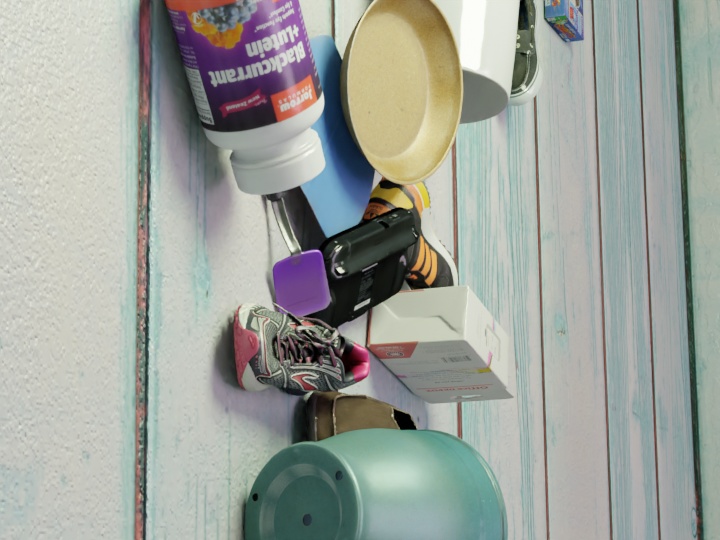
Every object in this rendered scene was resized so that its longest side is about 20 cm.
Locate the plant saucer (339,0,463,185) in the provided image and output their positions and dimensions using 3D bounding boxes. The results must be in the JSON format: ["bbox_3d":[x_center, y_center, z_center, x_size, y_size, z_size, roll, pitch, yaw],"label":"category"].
[{"bbox_3d":[0.036,-0.189,1.619,0.199,0.035,0.202,-5,97,-51],"label":"plant saucer"}]

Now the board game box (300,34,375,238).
[{"bbox_3d":[-0.046,-0.130,1.569,0.201,0.039,0.159,63,37,-39],"label":"board game box"}]

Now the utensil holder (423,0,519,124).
[{"bbox_3d":[0.100,-0.289,1.790,0.170,0.168,0.202,39,53,-61],"label":"utensil holder"}]

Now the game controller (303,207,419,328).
[{"bbox_3d":[0.000,0.000,1.611,0.200,0.042,0.105,-25,140,-58],"label":"game controller"}]

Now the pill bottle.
[{"bbox_3d":[-0.094,-0.173,1.356,0.112,0.110,0.202,-57,137,-56],"label":"pill bottle"}]

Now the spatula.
[{"bbox_3d":[-0.074,-0.052,1.490,0.056,0.021,0.202,-19,100,-23],"label":"spatula"}]

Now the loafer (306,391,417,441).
[{"bbox_3d":[0.004,0.154,1.589,0.200,0.070,0.074,5,81,-68],"label":"loafer"}]

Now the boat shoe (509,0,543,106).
[{"bbox_3d":[0.220,-0.320,2.236,0.057,0.068,0.201,51,34,-42],"label":"boat shoe"}]

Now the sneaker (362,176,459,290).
[{"bbox_3d":[0.047,-0.016,1.757,0.090,0.069,0.201,-53,139,-33],"label":"sneaker"}]

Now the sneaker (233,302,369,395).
[{"bbox_3d":[-0.058,0.072,1.450,0.200,0.074,0.081,16,71,-66],"label":"sneaker"}]

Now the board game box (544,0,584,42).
[{"bbox_3d":[0.333,-0.491,2.577,0.135,0.034,0.202,25,63,-66],"label":"board game box"}]

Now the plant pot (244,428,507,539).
[{"bbox_3d":[0.002,0.232,1.433,0.187,0.199,0.202,20,67,-50],"label":"plant pot"}]

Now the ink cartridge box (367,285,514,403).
[{"bbox_3d":[0.097,0.088,1.775,0.200,0.115,0.068,49,42,-58],"label":"ink cartridge box"}]
